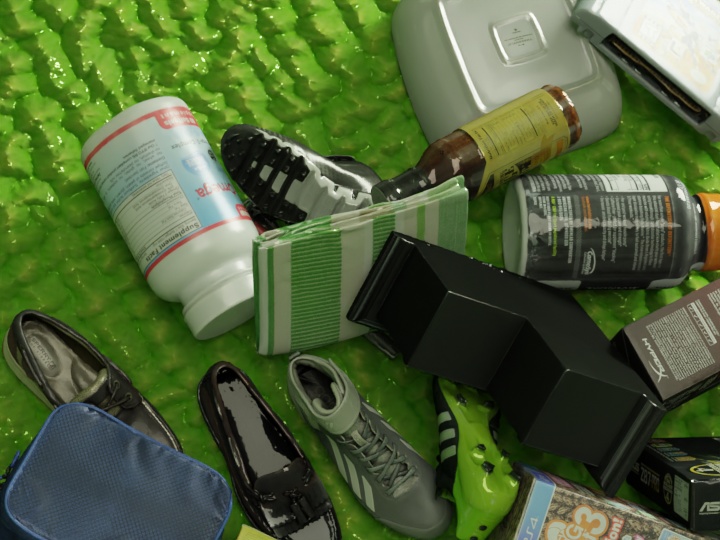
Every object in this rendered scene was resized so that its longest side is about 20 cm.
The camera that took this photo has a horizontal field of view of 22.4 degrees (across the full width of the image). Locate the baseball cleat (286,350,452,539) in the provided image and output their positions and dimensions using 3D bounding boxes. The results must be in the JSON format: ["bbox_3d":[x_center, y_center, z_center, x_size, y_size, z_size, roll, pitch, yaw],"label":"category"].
[{"bbox_3d":[0.001,0.153,1.570,0.070,0.106,0.200,-44,78,-5],"label":"baseball cleat"}]

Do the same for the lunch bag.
[{"bbox_3d":[-0.219,0.215,1.509,0.199,0.133,0.136,29,51,0],"label":"lunch bag"}]

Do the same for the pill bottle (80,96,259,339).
[{"bbox_3d":[-0.158,-0.045,1.610,0.108,0.109,0.201,-28,79,-14],"label":"pill bottle"}]

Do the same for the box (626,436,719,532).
[{"bbox_3d":[0.330,0.179,1.553,0.160,0.200,0.050,1,94,-6],"label":"box"}]

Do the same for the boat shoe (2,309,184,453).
[{"bbox_3d":[-0.233,0.110,1.575,0.200,0.065,0.072,45,71,7],"label":"boat shoe"}]

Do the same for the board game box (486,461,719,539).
[{"bbox_3d":[0.214,0.244,1.530,0.199,0.159,0.097,19,89,0],"label":"board game box"}]

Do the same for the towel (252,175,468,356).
[{"bbox_3d":[0.000,0.000,1.582,0.199,0.153,0.023,-17,47,-18],"label":"towel"}]

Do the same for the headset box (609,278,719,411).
[{"bbox_3d":[0.315,0.059,1.615,0.199,0.149,0.075,-26,78,-13],"label":"headset box"}]

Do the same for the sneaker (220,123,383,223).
[{"bbox_3d":[-0.038,-0.077,1.648,0.199,0.091,0.067,29,112,-9],"label":"sneaker"}]

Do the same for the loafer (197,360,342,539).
[{"bbox_3d":[-0.082,0.168,1.577,0.072,0.063,0.201,-30,78,-14],"label":"loafer"}]

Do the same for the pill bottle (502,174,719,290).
[{"bbox_3d":[0.235,-0.035,1.657,0.198,0.106,0.107,0,73,-7],"label":"pill bottle"}]

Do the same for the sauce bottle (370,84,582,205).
[{"bbox_3d":[0.102,-0.099,1.617,0.199,0.066,0.066,-28,78,-15],"label":"sauce bottle"}]

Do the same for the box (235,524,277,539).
[{"bbox_3d":[-0.122,0.317,1.521,0.050,0.075,0.201,26,73,2],"label":"box"}]

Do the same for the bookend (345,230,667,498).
[{"bbox_3d":[0.119,0.077,1.522,0.198,0.200,0.092,18,111,-29],"label":"bookend"}]

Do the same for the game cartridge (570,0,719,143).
[{"bbox_3d":[0.299,-0.221,1.723,0.200,0.042,0.134,37,56,-9],"label":"game cartridge"}]

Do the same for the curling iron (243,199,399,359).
[{"bbox_3d":[-0.034,0.004,1.653,0.050,0.026,0.200,-41,82,-14],"label":"curling iron"}]

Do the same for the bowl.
[{"bbox_3d":[0.141,-0.205,1.716,0.199,0.075,0.201,-17,75,-10],"label":"bowl"}]

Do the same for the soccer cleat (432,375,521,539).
[{"bbox_3d":[0.088,0.153,1.571,0.067,0.081,0.200,21,27,-18],"label":"soccer cleat"}]
